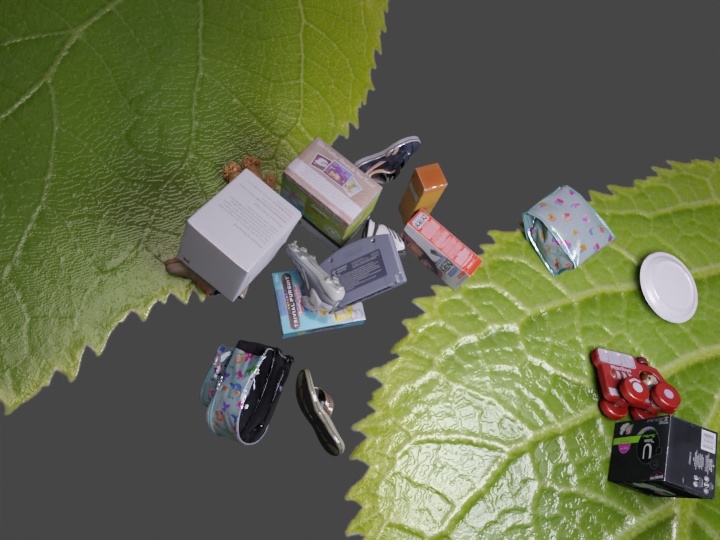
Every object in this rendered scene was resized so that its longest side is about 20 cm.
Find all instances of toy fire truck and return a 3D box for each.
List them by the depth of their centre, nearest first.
[{"bbox_3d":[0.683,0.279,1.411,0.199,0.112,0.168,12,50,-8],"label":"toy fire truck"}]

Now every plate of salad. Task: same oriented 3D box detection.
[{"bbox_3d":[0.837,0.047,1.551,0.199,0.048,0.201,6,71,-19],"label":"plate of salad"}]

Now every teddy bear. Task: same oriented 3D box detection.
[{"bbox_3d":[-0.274,-0.197,1.409,0.144,0.067,0.201,-3,71,-8],"label":"teddy bear"}]

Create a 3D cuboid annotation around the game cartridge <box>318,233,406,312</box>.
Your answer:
[{"bbox_3d":[0.000,0.000,1.301,0.199,0.041,0.134,-24,67,23],"label":"game cartridge"}]

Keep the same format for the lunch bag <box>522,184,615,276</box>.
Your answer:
[{"bbox_3d":[0.540,-0.113,1.513,0.170,0.122,0.200,-33,85,-19],"label":"lunch bag"}]

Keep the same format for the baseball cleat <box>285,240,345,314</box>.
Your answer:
[{"bbox_3d":[-0.123,0.022,1.307,0.200,0.070,0.107,43,109,32],"label":"baseball cleat"}]

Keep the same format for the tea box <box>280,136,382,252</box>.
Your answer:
[{"bbox_3d":[-0.078,-0.176,1.371,0.200,0.197,0.134,39,68,5],"label":"tea box"}]

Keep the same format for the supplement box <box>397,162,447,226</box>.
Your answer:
[{"bbox_3d":[0.150,-0.185,1.417,0.066,0.200,0.069,-17,71,-16],"label":"supplement box"}]

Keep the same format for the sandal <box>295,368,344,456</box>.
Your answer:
[{"bbox_3d":[-0.086,0.312,1.263,0.057,0.080,0.202,-23,82,-36],"label":"sandal"}]

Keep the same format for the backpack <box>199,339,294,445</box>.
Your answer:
[{"bbox_3d":[-0.244,0.257,1.193,0.150,0.178,0.201,8,72,16],"label":"backpack"}]

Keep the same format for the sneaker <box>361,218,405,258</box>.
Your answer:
[{"bbox_3d":[0.057,-0.039,1.394,0.115,0.076,0.201,16,48,-8],"label":"sneaker"}]

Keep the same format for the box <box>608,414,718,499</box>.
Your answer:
[{"bbox_3d":[0.686,0.428,1.297,0.124,0.200,0.149,21,67,-4],"label":"box"}]

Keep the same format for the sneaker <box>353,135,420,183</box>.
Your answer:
[{"bbox_3d":[0.083,-0.282,1.508,0.199,0.078,0.080,-28,72,-8],"label":"sneaker"}]

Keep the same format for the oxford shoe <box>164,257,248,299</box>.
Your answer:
[{"bbox_3d":[-0.357,0.019,1.313,0.199,0.070,0.075,10,71,-7],"label":"oxford shoe"}]

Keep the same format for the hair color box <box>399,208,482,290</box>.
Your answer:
[{"bbox_3d":[0.196,-0.050,1.425,0.200,0.111,0.064,42,68,6],"label":"hair color box"}]

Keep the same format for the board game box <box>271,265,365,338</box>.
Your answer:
[{"bbox_3d":[-0.101,0.068,1.357,0.199,0.047,0.152,-9,72,-15],"label":"board game box"}]

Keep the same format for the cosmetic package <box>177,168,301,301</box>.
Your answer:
[{"bbox_3d":[-0.269,-0.077,1.256,0.166,0.167,0.200,39,55,-2],"label":"cosmetic package"}]
